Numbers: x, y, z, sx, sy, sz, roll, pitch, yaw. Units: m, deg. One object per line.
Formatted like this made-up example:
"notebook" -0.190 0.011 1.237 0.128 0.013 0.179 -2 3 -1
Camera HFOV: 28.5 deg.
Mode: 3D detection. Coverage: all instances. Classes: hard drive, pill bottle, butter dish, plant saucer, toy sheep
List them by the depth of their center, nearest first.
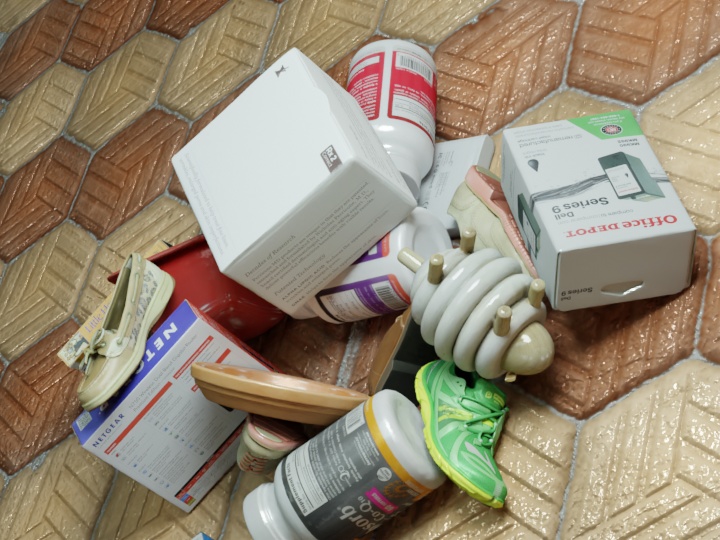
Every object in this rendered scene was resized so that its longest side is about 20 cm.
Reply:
"toy sheep" 0.116 0.034 1.433 0.138 0.138 0.200 -48 65 2
"pill bottle" -0.018 0.221 1.471 0.200 0.116 0.117 -37 40 17
"plant saucer" -0.089 0.135 1.534 0.200 0.200 0.038 9 88 47
"pill bottle" 0.000 0.000 1.637 0.199 0.111 0.112 -13 51 36
"pill bottle" 0.034 -0.172 1.702 0.112 0.112 0.201 -21 46 31
"hard drive" 0.063 -0.093 1.721 0.199 0.027 0.132 -6 55 40
"butter dish" -0.175 0.046 1.739 0.199 0.200 0.149 -21 71 29

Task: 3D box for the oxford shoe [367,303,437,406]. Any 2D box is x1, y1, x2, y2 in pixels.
"oxford shoe" 0.062 0.060 1.542 0.200 0.071 0.071 -58 32 11

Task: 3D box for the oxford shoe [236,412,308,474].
"oxford shoe" -0.102 0.196 1.556 0.074 0.071 0.200 -60 -5 -1

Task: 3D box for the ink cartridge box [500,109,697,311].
"ink cartridge box" 0.238 -0.064 1.437 0.145 0.084 0.200 -10 43 -7

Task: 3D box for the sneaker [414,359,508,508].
"sneaker" 0.110 0.153 1.437 0.083 0.074 0.200 -39 39 18

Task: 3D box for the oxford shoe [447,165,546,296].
"oxford shoe" 0.157 -0.029 1.543 0.074 0.071 0.200 -53 38 22

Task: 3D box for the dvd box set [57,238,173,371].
"dvd box set" -0.293 0.054 1.855 0.029 0.146 0.200 43 91 19

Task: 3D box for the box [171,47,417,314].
"box" -0.076 -0.099 1.576 0.200 0.131 0.199 -40 49 14

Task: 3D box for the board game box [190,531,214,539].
"board game box" -0.210 0.422 1.537 0.196 0.056 0.200 -38 40 14

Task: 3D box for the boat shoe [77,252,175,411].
"boat shoe" -0.278 0.070 1.604 0.073 0.063 0.200 -26 32 41

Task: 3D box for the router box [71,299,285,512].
"router box" -0.201 0.160 1.643 0.200 0.179 0.049 -47 37 2
